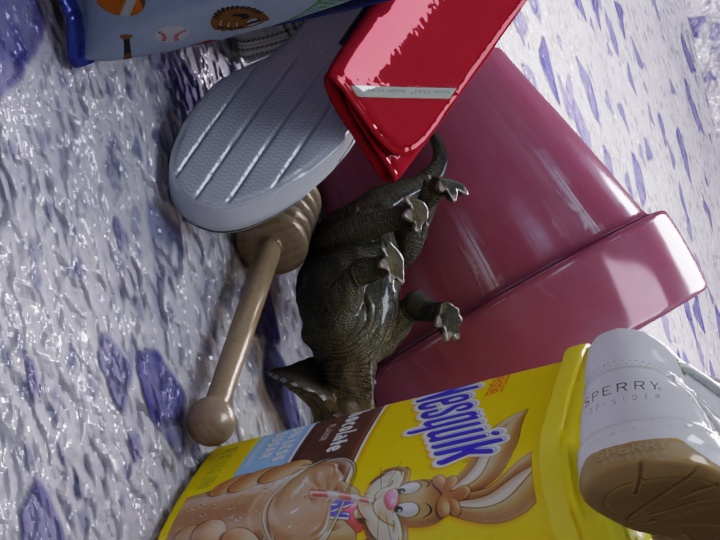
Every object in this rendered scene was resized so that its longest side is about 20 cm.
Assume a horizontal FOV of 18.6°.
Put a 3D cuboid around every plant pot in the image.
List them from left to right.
[{"bbox_3d":[0.068,-0.018,1.238,0.179,0.200,0.200,61,16,5],"label":"plant pot"}]

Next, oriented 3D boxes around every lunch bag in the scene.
[{"bbox_3d":[-0.042,-0.172,1.010,0.200,0.170,0.124,-56,132,-69],"label":"lunch bag"}]

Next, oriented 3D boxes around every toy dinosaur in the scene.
[{"bbox_3d":[0.000,0.000,1.112,0.077,0.102,0.200,31,50,-39],"label":"toy dinosaur"}]

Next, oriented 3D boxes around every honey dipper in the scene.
[{"bbox_3d":[-0.051,0.018,1.053,0.200,0.038,0.038,-77,148,-55],"label":"honey dipper"}]

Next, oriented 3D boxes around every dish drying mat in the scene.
[{"bbox_3d":[0.052,-0.140,1.081,0.200,0.018,0.077,-54,129,-25],"label":"dish drying mat"}]

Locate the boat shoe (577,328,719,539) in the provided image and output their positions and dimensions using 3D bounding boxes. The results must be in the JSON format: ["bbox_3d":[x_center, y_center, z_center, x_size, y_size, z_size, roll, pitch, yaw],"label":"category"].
[{"bbox_3d":[0.136,0.072,0.849,0.200,0.071,0.069,42,38,-59],"label":"boat shoe"}]

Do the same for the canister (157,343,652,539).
[{"bbox_3d":[0.026,0.106,0.937,0.149,0.200,0.087,-60,132,-68],"label":"canister"}]

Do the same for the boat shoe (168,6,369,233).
[{"bbox_3d":[-0.028,-0.073,1.094,0.200,0.072,0.071,-49,162,-39],"label":"boat shoe"}]

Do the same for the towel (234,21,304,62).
[{"bbox_3d":[-0.010,-0.217,1.120,0.035,0.192,0.200,-89,159,-59],"label":"towel"}]
